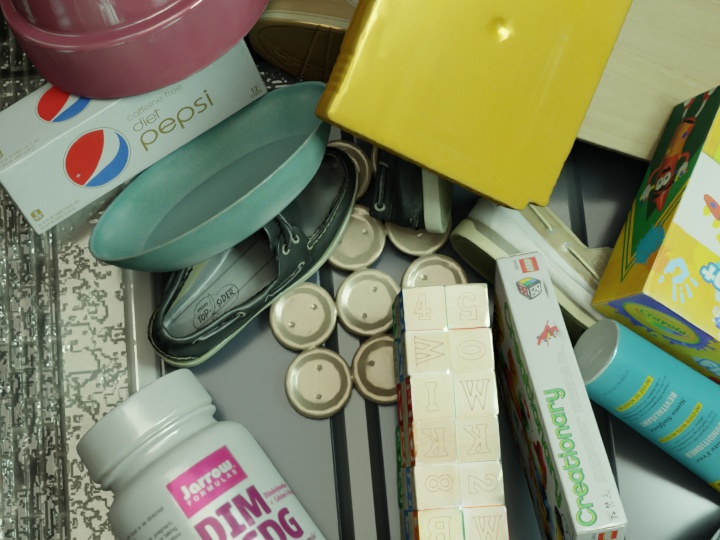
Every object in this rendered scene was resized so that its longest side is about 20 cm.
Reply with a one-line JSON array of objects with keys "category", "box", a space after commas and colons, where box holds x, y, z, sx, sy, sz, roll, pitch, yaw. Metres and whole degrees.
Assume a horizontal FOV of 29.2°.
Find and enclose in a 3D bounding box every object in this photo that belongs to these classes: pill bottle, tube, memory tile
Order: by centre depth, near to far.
[{"category": "pill bottle", "box": [-0.097, 0.174, 0.926, 0.113, 0.113, 0.200, -36, 81, -7]}, {"category": "tube", "box": [0.229, 0.103, 0.938, 0.199, 0.051, 0.077, 32, 120, -20]}, {"category": "memory tile", "box": [0.000, 0.000, 1.013, 0.152, 0.017, 0.202, -13, 79, -3]}]

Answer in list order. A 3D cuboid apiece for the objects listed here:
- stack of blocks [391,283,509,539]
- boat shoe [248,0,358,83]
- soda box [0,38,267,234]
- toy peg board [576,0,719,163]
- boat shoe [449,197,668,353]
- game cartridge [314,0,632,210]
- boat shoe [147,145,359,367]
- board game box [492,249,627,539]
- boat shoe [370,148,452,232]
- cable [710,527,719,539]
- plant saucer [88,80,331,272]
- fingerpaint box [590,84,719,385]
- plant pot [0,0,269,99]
[{"category": "stack of blocks", "box": [0.057, 0.117, 0.934, 0.058, 0.115, 0.202, -3, 81, -5]}, {"category": "boat shoe", "box": [0.017, -0.179, 1.026, 0.198, 0.074, 0.070, 8, 62, -7]}, {"category": "soda box", "box": [-0.173, -0.116, 0.999, 0.199, 0.068, 0.064, -33, 48, -7]}, {"category": "toy peg board", "box": [0.174, -0.191, 0.999, 0.199, 0.098, 0.201, 14, 93, -25]}, {"category": "boat shoe", "box": [0.161, 0.013, 0.982, 0.200, 0.075, 0.069, 40, 76, 1]}, {"category": "game cartridge", "box": [0.082, -0.157, 0.895, 0.175, 0.032, 0.201, 23, 91, -26]}, {"category": "boat shoe", "box": [-0.076, -0.016, 0.974, 0.199, 0.066, 0.075, -42, 80, -8]}, {"category": "board game box", "box": [0.125, 0.105, 0.902, 0.034, 0.127, 0.201, -10, 55, -4]}, {"category": "boat shoe", "box": [0.025, -0.122, 0.958, 0.066, 0.075, 0.201, 2, 120, 15]}, {"category": "cable", "box": [0.311, 0.241, 0.903, 0.199, 0.069, 0.201, -5, 71, -32]}, {"category": "plant saucer", "box": [-0.096, -0.058, 0.954, 0.199, 0.200, 0.036, -37, 114, -7]}, {"category": "fingerpaint box", "box": [0.280, -0.002, 0.950, 0.199, 0.073, 0.168, 30, 72, -15]}, {"category": "plant pot", "box": [-0.176, -0.249, 0.943, 0.198, 0.179, 0.201, -10, 51, 13]}]
